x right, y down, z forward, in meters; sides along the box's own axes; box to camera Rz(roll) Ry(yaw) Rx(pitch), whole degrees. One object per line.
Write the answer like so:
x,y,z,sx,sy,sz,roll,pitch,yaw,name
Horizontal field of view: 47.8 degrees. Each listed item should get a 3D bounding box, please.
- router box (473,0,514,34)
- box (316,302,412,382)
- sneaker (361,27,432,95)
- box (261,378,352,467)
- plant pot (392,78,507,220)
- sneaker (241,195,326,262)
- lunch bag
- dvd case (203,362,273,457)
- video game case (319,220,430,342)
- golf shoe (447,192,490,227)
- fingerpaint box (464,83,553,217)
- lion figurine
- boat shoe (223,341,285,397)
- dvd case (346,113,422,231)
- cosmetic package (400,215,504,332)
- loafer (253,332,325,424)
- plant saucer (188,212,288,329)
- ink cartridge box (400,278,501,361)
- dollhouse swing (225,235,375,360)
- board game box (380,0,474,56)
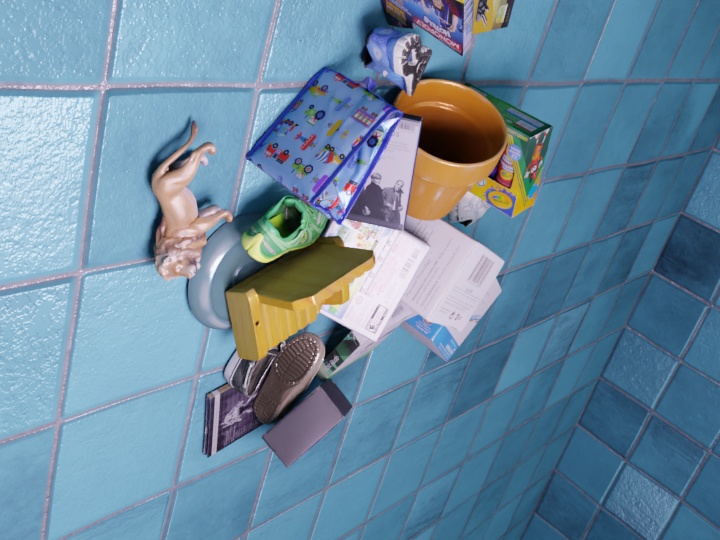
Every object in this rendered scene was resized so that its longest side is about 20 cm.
0.205,-0.495,1.331,0.156,0.052,0.202,-25,138,-41,router box
0.003,0.138,1.580,0.143,0.037,0.200,-29,166,-36,box
0.054,-0.333,1.259,0.079,0.088,0.200,-63,168,2,sneaker
-0.094,0.281,1.525,0.141,0.079,0.200,-43,175,0,box
0.129,-0.191,1.400,0.199,0.200,0.184,-32,157,-33,plant pot
-0.099,-0.074,1.241,0.083,0.074,0.200,-41,180,36,sneaker
-0.043,-0.196,1.174,0.201,0.150,0.094,-56,149,1,lunch bag
-0.204,0.243,1.493,0.199,0.016,0.151,-27,139,-41,dvd case
0.000,0.000,1.431,0.180,0.022,0.202,28,98,-15,video game case
0.207,-0.137,1.655,0.098,0.078,0.199,-54,149,10,golf shoe
0.237,-0.221,1.491,0.073,0.199,0.169,-28,140,-35,fingerpaint box
-0.243,-0.089,1.094,0.121,0.072,0.203,-29,127,-25,lion figurine
-0.159,0.120,1.392,0.070,0.063,0.202,19,101,-57,boat shoe
0.012,-0.165,1.296,0.025,0.148,0.202,-70,170,-53,dvd case
0.131,-0.014,1.538,0.168,0.199,0.167,-58,149,6,cosmetic package
-0.125,0.191,1.475,0.201,0.076,0.068,-54,162,21,loafer
-0.182,0.008,1.278,0.199,0.027,0.203,-33,137,-36,plant saucer
0.175,0.054,1.715,0.201,0.147,0.145,-51,149,-6,ink cartridge box
-0.075,0.057,1.267,0.199,0.174,0.184,-32,131,-35,dollhouse swing
0.088,-0.406,1.160,0.062,0.199,0.200,-47,162,-10,board game box
